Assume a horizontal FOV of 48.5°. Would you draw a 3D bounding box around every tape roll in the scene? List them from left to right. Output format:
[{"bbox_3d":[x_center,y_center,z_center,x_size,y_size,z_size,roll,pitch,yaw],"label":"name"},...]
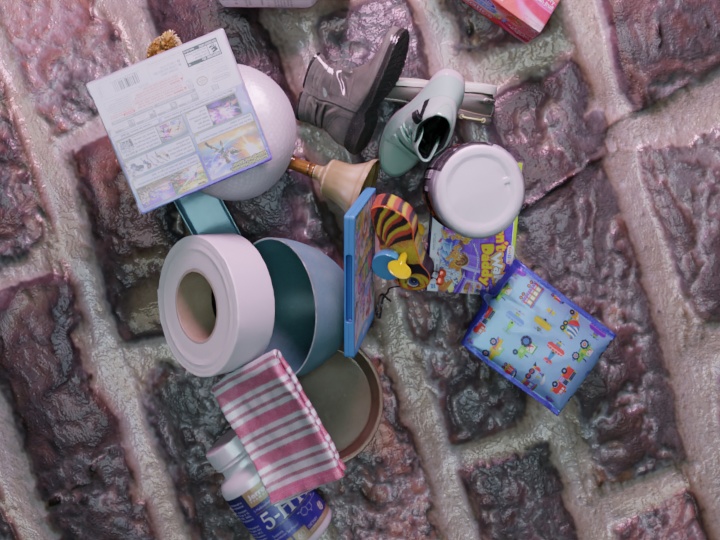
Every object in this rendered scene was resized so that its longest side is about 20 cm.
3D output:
[{"bbox_3d":[-0.214,0.049,1.167,0.200,0.070,0.208,7,100,43],"label":"tape roll"}]

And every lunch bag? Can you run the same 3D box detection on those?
[{"bbox_3d":[0.256,0.093,1.208,0.198,0.094,0.152,35,95,-16],"label":"lunch bag"}]

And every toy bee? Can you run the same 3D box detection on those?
[{"bbox_3d":[0.074,-0.020,1.184,0.106,0.201,0.133,5,58,13],"label":"toy bee"}]

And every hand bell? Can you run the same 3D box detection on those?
[{"bbox_3d":[-0.079,-0.155,1.208,0.197,0.104,0.106,24,96,9],"label":"hand bell"}]

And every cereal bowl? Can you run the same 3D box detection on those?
[{"bbox_3d":[-0.197,-0.205,1.167,0.195,0.083,0.206,0,91,14],"label":"cereal bowl"}]

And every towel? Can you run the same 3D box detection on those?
[{"bbox_3d":[-0.119,0.224,1.128,0.145,0.030,0.203,-30,90,33],"label":"towel"}]

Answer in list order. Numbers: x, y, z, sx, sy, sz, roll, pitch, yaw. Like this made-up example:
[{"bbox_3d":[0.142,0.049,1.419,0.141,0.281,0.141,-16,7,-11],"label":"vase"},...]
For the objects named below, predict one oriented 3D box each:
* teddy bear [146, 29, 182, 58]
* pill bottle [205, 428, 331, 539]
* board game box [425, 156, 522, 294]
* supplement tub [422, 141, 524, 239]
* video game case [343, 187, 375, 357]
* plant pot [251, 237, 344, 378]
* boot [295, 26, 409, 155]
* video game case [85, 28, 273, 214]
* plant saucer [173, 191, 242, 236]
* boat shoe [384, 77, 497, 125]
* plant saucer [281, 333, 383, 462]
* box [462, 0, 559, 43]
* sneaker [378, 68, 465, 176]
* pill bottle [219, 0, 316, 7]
[{"bbox_3d":[-0.306,-0.250,1.157,0.066,0.144,0.204,16,98,-39],"label":"teddy bear"},{"bbox_3d":[-0.145,0.336,1.235,0.119,0.120,0.202,-36,96,3],"label":"pill bottle"},{"bbox_3d":[0.172,-0.068,1.229,0.131,0.045,0.205,4,96,-1],"label":"board game box"},{"bbox_3d":[0.149,-0.112,1.100,0.119,0.200,0.126,0,97,0],"label":"supplement tub"},{"bbox_3d":[0.000,0.000,1.135,0.017,0.143,0.205,5,111,11],"label":"video game case"},{"bbox_3d":[-0.081,0.053,1.182,0.133,0.198,0.205,-3,99,-44],"label":"plant pot"},{"bbox_3d":[-0.020,-0.279,1.153,0.130,0.068,0.202,35,119,13],"label":"boot"},{"bbox_3d":[-0.241,-0.200,1.084,0.196,0.045,0.185,-22,99,-3],"label":"video game case"},{"bbox_3d":[-0.215,-0.042,1.241,0.069,0.019,0.203,-28,97,2],"label":"plant saucer"},{"bbox_3d":[0.103,-0.253,1.193,0.196,0.072,0.062,5,106,5],"label":"boat shoe"},{"bbox_3d":[-0.062,0.201,1.237,0.195,0.030,0.205,1,76,-4],"label":"plant saucer"},{"bbox_3d":[0.198,-0.435,1.162,0.198,0.095,0.104,33,94,-4],"label":"box"},{"bbox_3d":[0.073,-0.183,1.140,0.073,0.120,0.201,28,136,-11],"label":"sneaker"},{"bbox_3d":[-0.106,-0.439,1.148,0.195,0.114,0.117,0,97,-1],"label":"pill bottle"}]
